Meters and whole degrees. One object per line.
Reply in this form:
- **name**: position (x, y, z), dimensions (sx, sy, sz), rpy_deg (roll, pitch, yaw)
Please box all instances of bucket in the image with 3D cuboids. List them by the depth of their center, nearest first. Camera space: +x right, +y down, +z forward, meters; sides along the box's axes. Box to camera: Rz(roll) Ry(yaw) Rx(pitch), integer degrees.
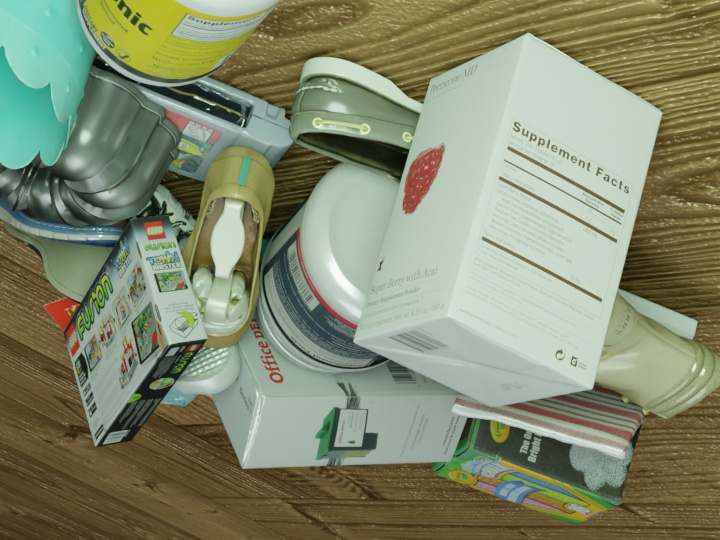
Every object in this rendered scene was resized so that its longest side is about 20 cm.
- **bucket**: position (-0.263, -0.174, 1.246), dimensions (0.206, 0.135, 0.207), rpy_deg (15, 159, 6)

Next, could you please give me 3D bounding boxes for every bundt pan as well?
- **bundt pan**: position (-0.241, -0.095, 1.423), dimensions (0.201, 0.076, 0.202), rpy_deg (16, 161, 6)

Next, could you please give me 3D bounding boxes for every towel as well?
- **towel**: position (0.164, 0.112, 1.569), dimensions (0.146, 0.030, 0.200), rpy_deg (13, -166, 13)

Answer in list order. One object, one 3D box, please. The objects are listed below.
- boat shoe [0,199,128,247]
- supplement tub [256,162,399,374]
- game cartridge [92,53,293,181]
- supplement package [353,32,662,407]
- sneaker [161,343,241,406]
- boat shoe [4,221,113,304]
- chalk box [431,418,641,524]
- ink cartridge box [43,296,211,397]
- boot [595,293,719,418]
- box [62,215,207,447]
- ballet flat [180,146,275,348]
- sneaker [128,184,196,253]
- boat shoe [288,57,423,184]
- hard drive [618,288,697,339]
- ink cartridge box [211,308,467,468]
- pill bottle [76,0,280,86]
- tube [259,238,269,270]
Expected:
- **boat shoe**: position (-0.258, -0.067, 1.567), dimensions (0.072, 0.073, 0.199), rpy_deg (8, -175, -46)
- **supplement tub**: position (0.000, 0.000, 1.471), dimensions (0.140, 0.141, 0.200), rpy_deg (21, 160, -10)
- **game cartridge**: position (-0.155, -0.121, 1.443), dimensions (0.199, 0.041, 0.133), rpy_deg (22, 163, -10)
- **supplement package**: position (0.096, -0.029, 1.227), dimensions (0.119, 0.201, 0.121), rpy_deg (26, 158, -24)
- **sneaker**: position (-0.151, 0.080, 1.601), dimensions (0.200, 0.074, 0.082), rpy_deg (17, 151, 54)
- **boat shoe**: position (-0.247, -0.018, 1.662), dimensions (0.068, 0.072, 0.200), rpy_deg (38, 180, -39)
- **chalk box**: position (0.145, 0.137, 1.734), dimensions (0.199, 0.125, 0.124), rpy_deg (21, 159, -7)
- **ink cartridge box**: position (-0.164, 0.065, 1.701), dimensions (0.199, 0.047, 0.160), rpy_deg (-18, 134, 15)
- **boot**: position (0.183, 0.069, 1.530), dimensions (0.155, 0.073, 0.200), rpy_deg (27, 154, -26)
- **box**: position (-0.184, 0.052, 1.508), dimensions (0.035, 0.111, 0.200), rpy_deg (-7, 156, -29)
- **ballet flat**: position (-0.109, -0.003, 1.441), dimensions (0.068, 0.063, 0.201), rpy_deg (9, 129, -2)
- **sneaker**: position (-0.166, -0.024, 1.566), dimensions (0.200, 0.076, 0.088), rpy_deg (34, 167, 45)
- **boat shoe**: position (0.042, -0.083, 1.335), dimensions (0.201, 0.061, 0.072), rpy_deg (23, 159, -15)
- **hard drive**: position (0.165, 0.031, 1.581), dimensions (0.199, 0.027, 0.132), rpy_deg (22, 159, -11)
- **ink cartridge box**: position (-0.025, 0.092, 1.616), dimensions (0.199, 0.146, 0.085), rpy_deg (1, 125, -24)
- **pill bottle**: position (-0.093, -0.190, 1.101), dimensions (0.111, 0.112, 0.200), rpy_deg (23, 158, -15)
- **tube**: position (-0.061, 0.012, 1.702), dimensions (0.200, 0.051, 0.077), rpy_deg (34, 146, -22)
